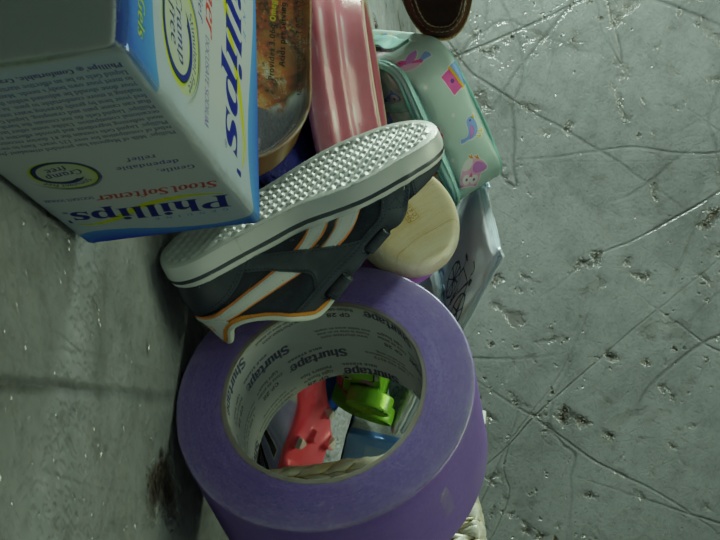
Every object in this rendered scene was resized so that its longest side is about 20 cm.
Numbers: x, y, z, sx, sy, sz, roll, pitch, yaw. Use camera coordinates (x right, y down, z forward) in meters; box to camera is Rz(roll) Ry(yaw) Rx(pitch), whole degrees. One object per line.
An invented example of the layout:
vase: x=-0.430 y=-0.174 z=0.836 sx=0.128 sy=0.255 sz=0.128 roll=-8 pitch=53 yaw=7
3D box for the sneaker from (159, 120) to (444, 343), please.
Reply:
sneaker: x=-0.027 y=-0.024 z=0.758 sx=0.080 sy=0.198 sz=0.079 roll=61 pitch=4 yaw=-27

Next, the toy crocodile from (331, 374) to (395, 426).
toy crocodile: x=0.005 y=0.087 z=0.965 sx=0.200 sy=0.061 sz=0.068 roll=83 pitch=23 yaw=-76

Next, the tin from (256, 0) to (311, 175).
tin: x=-0.089 y=-0.150 z=0.745 sx=0.042 sy=0.110 sz=0.203 roll=125 pitch=-31 yaw=-60

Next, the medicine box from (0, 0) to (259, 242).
medicine box: x=-0.120 y=-0.134 z=0.548 sx=0.200 sy=0.101 sz=0.185 roll=57 pitch=29 yaw=-70

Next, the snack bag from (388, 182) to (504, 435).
snack bag: x=0.072 y=0.022 z=1.043 sx=0.189 sy=0.021 sz=0.202 roll=-89 pitch=-157 yaw=-63

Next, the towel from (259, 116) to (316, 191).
towel: x=-0.083 y=-0.134 z=0.834 sx=0.147 sy=0.049 sz=0.203 roll=36 pitch=43 yaw=-56

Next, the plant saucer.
plant saucer: x=-0.010 y=-0.142 z=0.901 sx=0.201 sy=0.050 sz=0.204 roll=-8 pitch=90 yaw=-86

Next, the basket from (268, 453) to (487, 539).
basket: x=0.011 y=0.261 z=0.897 sx=0.200 sy=0.197 sz=0.162 roll=76 pitch=7 yaw=-47

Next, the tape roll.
tape roll: x=-0.017 y=0.101 z=0.768 sx=0.085 sy=0.197 sz=0.202 roll=73 pitch=15 yaw=-49

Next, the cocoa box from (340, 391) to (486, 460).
cocoa box: x=0.037 y=0.233 z=1.104 sx=0.131 sy=0.131 sz=0.203 roll=-64 pitch=166 yaw=-73

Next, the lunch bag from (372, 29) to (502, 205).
lunch bag: x=0.034 y=-0.145 z=1.068 sx=0.199 sy=0.077 sz=0.162 roll=22 pitch=-34 yaw=61

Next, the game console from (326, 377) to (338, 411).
game console: x=-0.032 y=0.011 z=1.094 sx=0.170 sy=0.117 sz=0.202 roll=41 pitch=-46 yaw=43

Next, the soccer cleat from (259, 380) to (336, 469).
soccer cleat: x=-0.063 y=0.104 z=0.933 sx=0.066 sy=0.076 sz=0.203 roll=-30 pitch=135 yaw=-45

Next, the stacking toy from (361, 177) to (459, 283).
stacking toy: x=0.000 y=0.000 z=0.886 sx=0.200 sy=0.084 sz=0.087 roll=131 pitch=-38 yaw=-58

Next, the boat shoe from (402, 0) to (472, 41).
boat shoe: x=0.060 y=-0.300 z=0.975 sx=0.070 sy=0.069 sz=0.203 roll=-57 pitch=141 yaw=-87
